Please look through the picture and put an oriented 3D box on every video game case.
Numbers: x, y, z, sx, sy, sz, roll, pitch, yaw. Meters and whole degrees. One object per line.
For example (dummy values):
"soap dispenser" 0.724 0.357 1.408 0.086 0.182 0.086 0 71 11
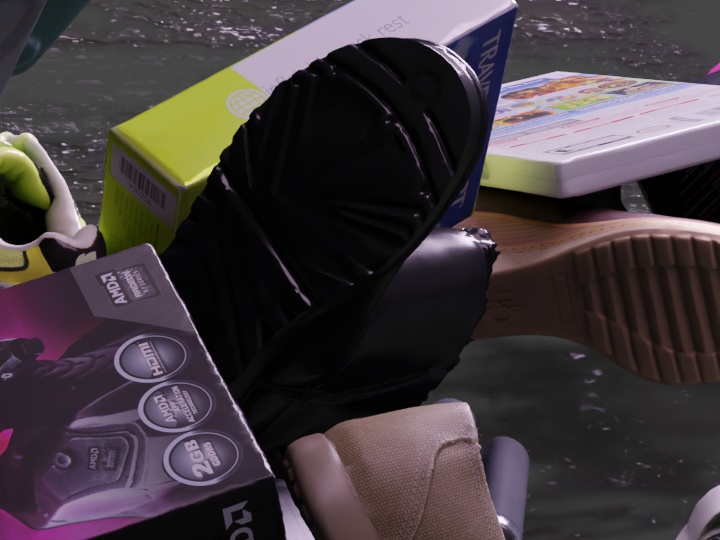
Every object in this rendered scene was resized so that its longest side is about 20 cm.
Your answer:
"video game case" 0.089 -0.062 1.312 0.143 0.018 0.200 -15 14 -29

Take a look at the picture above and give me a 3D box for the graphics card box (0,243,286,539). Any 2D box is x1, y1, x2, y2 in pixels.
"graphics card box" -0.134 0.072 0.898 0.200 0.051 0.126 -17 40 -12

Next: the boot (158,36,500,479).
"boot" 0.001 0.000 1.059 0.073 0.198 0.162 50 21 21

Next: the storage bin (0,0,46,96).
"storage bin" -0.205 -0.058 1.031 0.145 0.200 0.134 33 17 16

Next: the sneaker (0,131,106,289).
"sneaker" -0.148 -0.029 1.135 0.075 0.076 0.200 -5 38 -41

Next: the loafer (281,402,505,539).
"loafer" 0.050 0.127 0.934 0.200 0.067 0.076 58 0 -14

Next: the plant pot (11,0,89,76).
"plant pot" -0.190 -0.195 1.261 0.196 0.196 0.200 7 44 -54

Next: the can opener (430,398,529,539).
"can opener" 0.026 0.100 1.070 0.053 0.066 0.200 37 18 -4

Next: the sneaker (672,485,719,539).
"sneaker" 0.188 0.130 1.066 0.199 0.130 0.080 19 28 -11

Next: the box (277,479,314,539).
"box" -0.063 0.138 0.936 0.159 0.046 0.200 7 31 -29

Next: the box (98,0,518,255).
"box" -0.015 -0.042 1.153 0.200 0.122 0.048 -31 59 -33

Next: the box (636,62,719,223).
"box" 0.243 -0.055 1.334 0.132 0.200 0.115 38 20 -28

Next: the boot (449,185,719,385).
"boot" 0.105 -0.016 1.269 0.200 0.072 0.166 1 23 10
